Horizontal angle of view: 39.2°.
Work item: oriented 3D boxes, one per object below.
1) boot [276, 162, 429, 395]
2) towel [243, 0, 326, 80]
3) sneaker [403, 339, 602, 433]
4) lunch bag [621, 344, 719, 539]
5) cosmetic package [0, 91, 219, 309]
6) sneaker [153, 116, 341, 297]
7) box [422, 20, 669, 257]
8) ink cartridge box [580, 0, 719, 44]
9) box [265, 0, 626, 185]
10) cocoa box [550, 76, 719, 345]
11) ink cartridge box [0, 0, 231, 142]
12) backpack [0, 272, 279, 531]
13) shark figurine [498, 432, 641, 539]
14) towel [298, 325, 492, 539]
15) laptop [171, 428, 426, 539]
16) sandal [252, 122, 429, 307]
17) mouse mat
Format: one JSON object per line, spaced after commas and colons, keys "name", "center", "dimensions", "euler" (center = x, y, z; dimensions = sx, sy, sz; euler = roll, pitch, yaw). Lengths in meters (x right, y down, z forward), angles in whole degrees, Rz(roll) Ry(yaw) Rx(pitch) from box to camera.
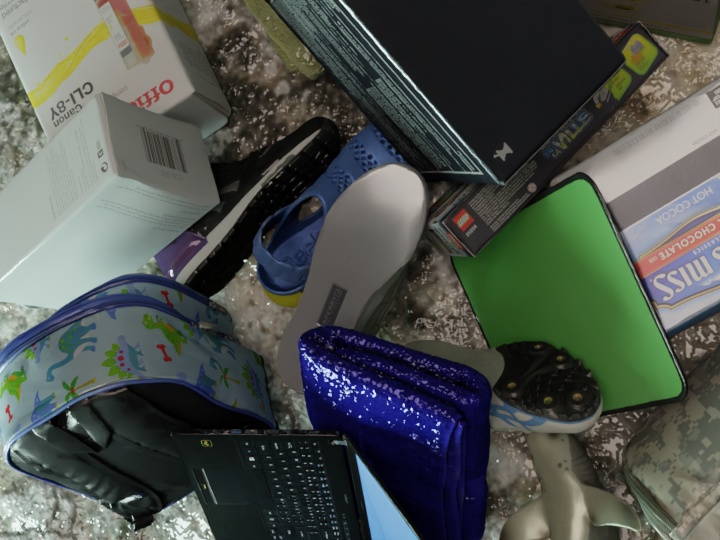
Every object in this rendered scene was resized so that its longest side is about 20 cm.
{"name": "boot", "center": [0.000, 0.000, 0.794], "dimensions": [0.073, 0.096, 0.201], "euler": [32, 110, 7]}
{"name": "towel", "center": [-0.045, -0.272, 0.848], "dimensions": [0.148, 0.036, 0.201], "euler": [-41, 68, 15]}
{"name": "sneaker", "center": [0.100, 0.095, 0.754], "dimensions": [0.199, 0.072, 0.073], "euler": [4, 124, 51]}
{"name": "lunch bag", "center": [0.277, 0.115, 0.677], "dimensions": [0.139, 0.168, 0.200], "euler": [43, 98, 15]}
{"name": "cosmetic package", "center": [-0.226, -0.047, 0.842], "dimensions": [0.199, 0.112, 0.082], "euler": [-32, 63, 29]}
{"name": "sneaker", "center": [-0.108, -0.071, 0.862], "dimensions": [0.200, 0.076, 0.088], "euler": [-44, 70, 10]}
{"name": "box", "center": [0.128, -0.093, 0.748], "dimensions": [0.035, 0.110, 0.200], "euler": [45, 87, -7]}
{"name": "ink cartridge box", "center": [0.188, -0.228, 0.715], "dimensions": [0.144, 0.200, 0.049], "euler": [17, 88, 17]}
{"name": "box", "center": [0.047, -0.170, 0.698], "dimensions": [0.123, 0.198, 0.200], "euler": [-44, 102, -3]}
{"name": "cocoa box", "center": [0.255, -0.049, 0.714], "dimensions": [0.199, 0.133, 0.132], "euler": [-31, 77, 12]}
{"name": "ink cartridge box", "center": [-0.225, -0.194, 0.900], "dimensions": [0.144, 0.083, 0.202], "euler": [-30, 78, 12]}
{"name": "backpack", "center": [-0.186, 0.095, 0.806], "dimensions": [0.182, 0.200, 0.148], "euler": [-29, 58, 14]}
{"name": "shark figurine", "center": [0.155, 0.219, 0.744], "dimensions": [0.127, 0.089, 0.217], "euler": [16, 93, 45]}
{"name": "towel", "center": [0.024, 0.133, 0.750], "dimensions": [0.146, 0.201, 0.050], "euler": [15, 49, 18]}
{"name": "laptop", "center": [-0.034, 0.207, 0.748], "dimensions": [0.197, 0.178, 0.104], "euler": [-1, 47, 7]}
{"name": "sandal", "center": [-0.017, -0.050, 0.825], "dimensions": [0.079, 0.087, 0.200], "euler": [43, 97, 17]}
{"name": "mouse mat", "center": [0.140, 0.031, 0.727], "dimensions": [0.007, 0.200, 0.162], "euler": [-22, 86, -28]}
